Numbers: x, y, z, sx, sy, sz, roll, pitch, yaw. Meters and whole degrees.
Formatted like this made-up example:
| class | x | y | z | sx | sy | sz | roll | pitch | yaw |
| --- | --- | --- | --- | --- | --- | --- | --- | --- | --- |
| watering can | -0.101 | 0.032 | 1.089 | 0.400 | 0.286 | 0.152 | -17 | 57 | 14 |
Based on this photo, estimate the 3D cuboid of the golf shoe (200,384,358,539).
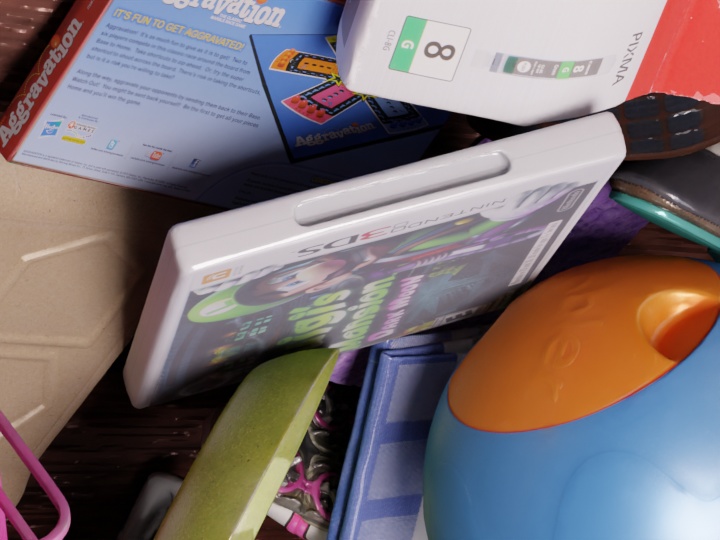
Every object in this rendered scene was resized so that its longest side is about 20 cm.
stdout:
| class | x | y | z | sx | sy | sz | roll | pitch | yaw |
| --- | --- | --- | --- | --- | --- | --- | --- | --- | --- |
| golf shoe | -0.011 | 0.107 | 1.388 | 0.092 | 0.073 | 0.200 | -22 | 151 | 36 |

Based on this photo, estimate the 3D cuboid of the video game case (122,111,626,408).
| class | x | y | z | sx | sy | sz | roll | pitch | yaw |
| --- | --- | --- | --- | --- | --- | --- | --- | --- | --- |
| video game case | 0.000 | 0.000 | 1.181 | 0.181 | 0.023 | 0.200 | -15 | 166 | -14 |

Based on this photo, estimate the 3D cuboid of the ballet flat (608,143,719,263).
| class | x | y | z | sx | sy | sz | roll | pitch | yaw |
| --- | --- | --- | --- | --- | --- | --- | --- | --- | --- |
| ballet flat | 0.172 | -0.031 | 1.302 | 0.073 | 0.073 | 0.200 | -38 | 147 | 15 |

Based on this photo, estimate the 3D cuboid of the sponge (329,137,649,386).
| class | x | y | z | sx | sy | sz | roll | pitch | yaw |
| --- | --- | --- | --- | --- | --- | --- | --- | --- | --- |
| sponge | 0.072 | -0.017 | 1.318 | 0.111 | 0.030 | 0.200 | 11 | 130 | -48 |

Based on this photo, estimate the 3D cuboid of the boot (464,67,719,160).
| class | x | y | z | sx | sy | sz | roll | pitch | yaw |
| --- | --- | --- | --- | --- | --- | --- | --- | --- | --- |
| boot | 0.140 | -0.107 | 1.212 | 0.199 | 0.097 | 0.075 | -7 | 151 | 7 |

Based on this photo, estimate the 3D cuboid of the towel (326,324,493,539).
| class | x | y | z | sx | sy | sz | roll | pitch | yaw |
| --- | --- | --- | --- | --- | --- | --- | --- | --- | --- |
| towel | 0.067 | 0.088 | 1.363 | 0.199 | 0.024 | 0.147 | -5 | 115 | -40 |

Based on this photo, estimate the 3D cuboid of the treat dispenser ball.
| class | x | y | z | sx | sy | sz | roll | pitch | yaw |
| --- | --- | --- | --- | --- | --- | --- | --- | --- | --- |
| treat dispenser ball | 0.126 | 0.093 | 1.256 | 0.200 | 0.201 | 0.201 | -20 | 148 | -13 |

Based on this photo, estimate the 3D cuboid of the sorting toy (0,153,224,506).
| class | x | y | z | sx | sy | sz | roll | pitch | yaw |
| --- | --- | --- | --- | --- | --- | --- | --- | --- | --- |
| sorting toy | -0.172 | 0.021 | 1.180 | 0.185 | 0.037 | 0.200 | 5 | 131 | -43 |

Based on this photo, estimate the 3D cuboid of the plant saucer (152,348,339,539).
| class | x | y | z | sx | sy | sz | roll | pitch | yaw |
| --- | --- | --- | --- | --- | --- | --- | --- | --- | --- |
| plant saucer | -0.066 | 0.116 | 1.211 | 0.201 | 0.031 | 0.200 | -63 | 176 | -7 |

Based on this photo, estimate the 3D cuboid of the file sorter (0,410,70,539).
| class | x | y | z | sx | sy | sz | roll | pitch | yaw |
| --- | --- | --- | --- | --- | --- | --- | --- | --- | --- |
| file sorter | -0.186 | 0.162 | 1.161 | 0.139 | 0.125 | 0.201 | -18 | 129 | -22 |

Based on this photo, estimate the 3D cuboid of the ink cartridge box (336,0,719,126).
| class | x | y | z | sx | sy | sz | roll | pitch | yaw |
| --- | --- | --- | --- | --- | --- | --- | --- | --- | --- |
| ink cartridge box | 0.107 | -0.122 | 1.090 | 0.199 | 0.050 | 0.161 | 11 | 128 | -11 |

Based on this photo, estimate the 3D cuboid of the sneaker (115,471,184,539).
| class | x | y | z | sx | sy | sz | roll | pitch | yaw |
| --- | --- | --- | --- | --- | --- | --- | --- | --- | --- |
| sneaker | -0.113 | 0.183 | 1.342 | 0.070 | 0.200 | 0.094 | 9 | 145 | 18 |

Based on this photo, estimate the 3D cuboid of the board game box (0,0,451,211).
| class | x | y | z | sx | sy | sz | roll | pitch | yaw |
| --- | --- | --- | --- | --- | --- | --- | --- | --- | --- |
| board game box | -0.042 | -0.071 | 1.144 | 0.200 | 0.019 | 0.103 | 12 | 121 | -47 |
